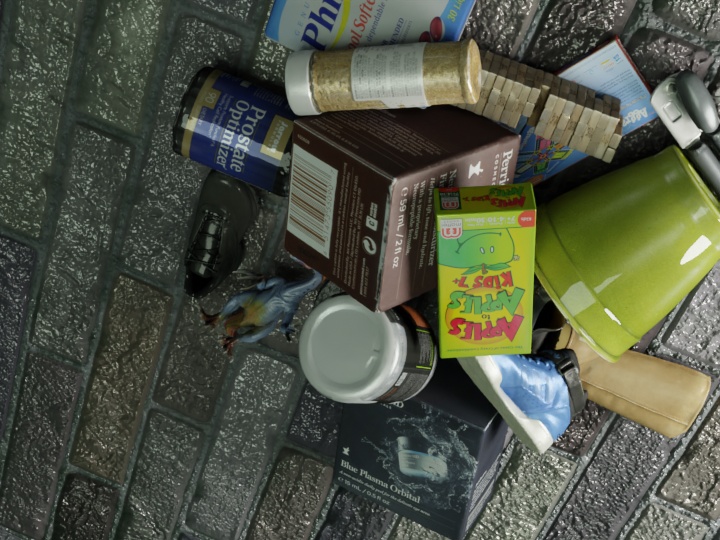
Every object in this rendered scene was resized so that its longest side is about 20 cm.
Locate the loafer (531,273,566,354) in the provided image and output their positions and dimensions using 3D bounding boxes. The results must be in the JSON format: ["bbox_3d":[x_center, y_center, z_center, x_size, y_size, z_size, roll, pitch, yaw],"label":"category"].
[{"bbox_3d":[0.210,0.055,1.437,0.072,0.073,0.200,28,165,27],"label":"loafer"}]

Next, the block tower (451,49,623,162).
[{"bbox_3d":[0.192,-0.186,1.326,0.199,0.058,0.054,20,124,1],"label":"block tower"}]

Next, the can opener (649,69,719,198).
[{"bbox_3d":[0.387,-0.132,1.319,0.053,0.067,0.200,-37,111,8],"label":"can opener"}]

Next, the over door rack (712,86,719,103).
[{"bbox_3d":[0.493,-0.167,1.257,0.199,0.067,0.148,-18,117,48],"label":"over door rack"}]

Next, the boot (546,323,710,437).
[{"bbox_3d":[0.316,0.169,1.529,0.199,0.066,0.176,22,125,0],"label":"boot"}]

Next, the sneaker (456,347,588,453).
[{"bbox_3d":[0.197,0.114,1.437,0.111,0.077,0.200,-42,110,-12],"label":"sneaker"}]

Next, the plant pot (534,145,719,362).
[{"bbox_3d":[0.308,-0.033,1.342,0.193,0.201,0.201,-36,107,19],"label":"plant pot"}]

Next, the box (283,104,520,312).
[{"bbox_3d":[0.043,-0.086,1.330,0.164,0.199,0.167,33,131,37],"label":"box"}]

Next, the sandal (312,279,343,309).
[{"bbox_3d":[0.000,0.000,1.532,0.075,0.045,0.201,24,110,-7],"label":"sandal"}]

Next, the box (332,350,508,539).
[{"bbox_3d":[0.080,0.213,1.566,0.196,0.117,0.201,22,125,20],"label":"box"}]

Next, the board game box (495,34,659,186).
[{"bbox_3d":[0.232,-0.173,1.366,0.199,0.019,0.103,-29,108,29],"label":"board game box"}]

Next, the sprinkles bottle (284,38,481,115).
[{"bbox_3d":[0.023,-0.201,1.253,0.199,0.068,0.069,-1,121,16],"label":"sprinkles bottle"}]

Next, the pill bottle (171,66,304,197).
[{"bbox_3d":[-0.112,-0.154,1.418,0.199,0.112,0.112,22,125,2],"label":"pill bottle"}]

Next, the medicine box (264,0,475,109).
[{"bbox_3d":[0.023,-0.305,1.292,0.199,0.103,0.183,23,124,0],"label":"medicine box"}]

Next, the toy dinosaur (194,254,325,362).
[{"bbox_3d":[-0.119,0.029,1.545,0.181,0.200,0.105,-32,100,4],"label":"toy dinosaur"}]

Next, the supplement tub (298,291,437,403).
[{"bbox_3d":[0.017,0.093,1.389,0.122,0.200,0.124,-3,82,20],"label":"supplement tub"}]

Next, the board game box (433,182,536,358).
[{"bbox_3d":[0.131,0.004,1.274,0.101,0.048,0.201,-3,130,2],"label":"board game box"}]

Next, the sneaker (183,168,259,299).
[{"bbox_3d":[-0.180,-0.041,1.505,0.076,0.091,0.201,22,135,9],"label":"sneaker"}]
